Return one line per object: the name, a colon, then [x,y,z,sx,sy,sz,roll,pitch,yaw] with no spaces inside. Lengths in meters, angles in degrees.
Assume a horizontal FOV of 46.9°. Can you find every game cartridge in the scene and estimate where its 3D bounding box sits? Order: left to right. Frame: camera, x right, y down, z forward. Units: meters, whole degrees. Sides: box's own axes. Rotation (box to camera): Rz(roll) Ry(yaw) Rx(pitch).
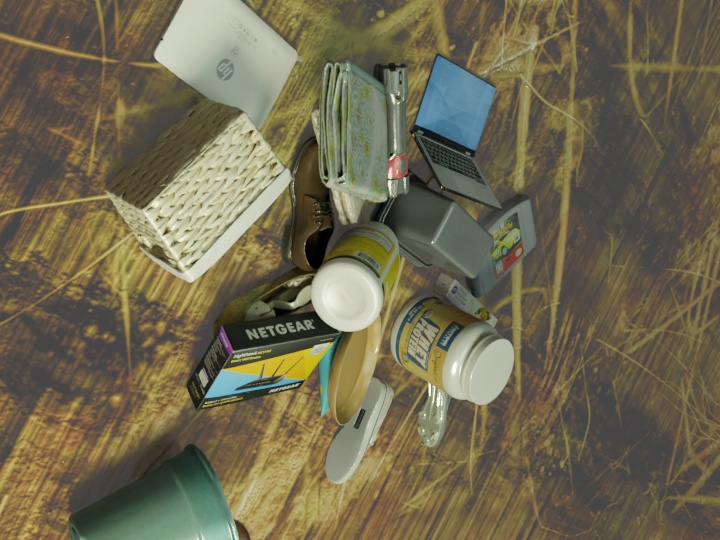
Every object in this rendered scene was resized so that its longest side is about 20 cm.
game cartridge: [0.278,-0.056,1.653,0.199,0.040,0.135,-41,129,-25]

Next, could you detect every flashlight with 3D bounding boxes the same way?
flashlight: [0.045,-0.223,1.322,0.066,0.068,0.205,-4,112,-2]

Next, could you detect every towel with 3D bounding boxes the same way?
towel: [-0.023,-0.183,1.242,0.134,0.034,0.203,-70,151,-49]
towel: [-0.007,-0.194,1.182,0.199,0.047,0.176,4,87,-69]

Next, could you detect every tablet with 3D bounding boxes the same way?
tablet: [-0.173,-0.287,1.105,0.199,0.014,0.132,33,84,-47]

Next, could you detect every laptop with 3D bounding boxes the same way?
laptop: [0.187,-0.231,1.425,0.185,0.203,0.116,12,134,-47]

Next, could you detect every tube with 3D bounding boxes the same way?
tube: [-0.046,0.153,1.415,0.077,0.050,0.204,-30,131,-38]

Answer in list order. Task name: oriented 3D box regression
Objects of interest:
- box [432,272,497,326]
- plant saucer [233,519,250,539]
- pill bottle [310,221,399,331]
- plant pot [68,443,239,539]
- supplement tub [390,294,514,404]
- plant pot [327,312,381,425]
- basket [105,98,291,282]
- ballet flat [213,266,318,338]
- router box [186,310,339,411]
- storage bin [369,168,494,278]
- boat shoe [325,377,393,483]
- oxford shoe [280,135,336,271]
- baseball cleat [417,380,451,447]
box: [0.208,0.068,1.635,0.199,0.041,0.039,39,80,-46]
plant saucer: [-0.253,0.513,1.377,0.198,0.036,0.205,-22,124,-37]
pill bottle: [0.000,0.000,1.288,0.201,0.109,0.115,-59,153,-62]
plant pot: [-0.294,0.378,1.170,0.193,0.199,0.205,-18,121,-30]
supplement tub: [0.165,0.143,1.507,0.143,0.198,0.148,-20,122,-37]
plant pot: [-0.013,0.160,1.415,0.200,0.027,0.205,16,89,-73]
basket: [-0.209,-0.110,1.064,0.200,0.134,0.124,-47,131,-18]
ballet flat: [-0.132,0.052,1.264,0.198,0.070,0.072,-32,129,-31]
router box: [-0.146,0.133,1.248,0.197,0.052,0.150,-7,144,-42]
storage bin: [0.138,-0.078,1.428,0.199,0.133,0.148,34,84,-48]
boat shoe: [0.004,0.296,1.516,0.069,0.070,0.204,30,81,-48]
oxford shoe: [-0.064,-0.097,1.252,0.071,0.084,0.205,-10,113,-39]
baseball cleat: [0.169,0.252,1.659,0.105,0.069,0.205,-12,117,-41]
